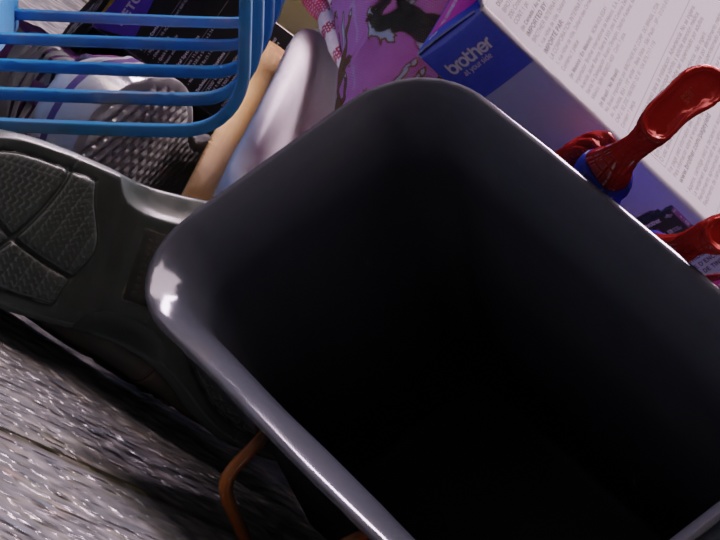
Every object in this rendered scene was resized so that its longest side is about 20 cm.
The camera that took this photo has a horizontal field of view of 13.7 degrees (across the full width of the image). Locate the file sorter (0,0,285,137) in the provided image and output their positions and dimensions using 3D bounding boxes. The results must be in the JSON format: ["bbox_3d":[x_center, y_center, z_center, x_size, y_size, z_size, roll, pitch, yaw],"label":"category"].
[{"bbox_3d":[-0.089,-0.131,1.037,0.122,0.139,0.200,2,16,3],"label":"file sorter"}]

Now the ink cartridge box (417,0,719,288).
[{"bbox_3d":[0.096,-0.070,1.027,0.200,0.042,0.119,44,43,-15],"label":"ink cartridge box"}]

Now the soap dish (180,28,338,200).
[{"bbox_3d":[0.000,0.000,1.152,0.157,0.081,0.200,36,22,-7],"label":"soap dish"}]

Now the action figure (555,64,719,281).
[{"bbox_3d":[0.074,-0.009,0.960,0.066,0.052,0.200,56,-26,0],"label":"action figure"}]

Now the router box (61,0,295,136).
[{"bbox_3d":[-0.061,-0.066,1.333,0.157,0.052,0.200,36,-13,-10],"label":"router box"}]

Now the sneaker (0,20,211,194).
[{"bbox_3d":[-0.125,-0.061,1.185,0.114,0.073,0.200,34,-4,8],"label":"sneaker"}]

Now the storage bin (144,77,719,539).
[{"bbox_3d":[0.037,0.066,0.911,0.200,0.145,0.134,41,-20,38],"label":"storage bin"}]

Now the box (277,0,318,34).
[{"bbox_3d":[-0.050,-0.179,1.268,0.200,0.078,0.095,70,4,-71],"label":"box"}]

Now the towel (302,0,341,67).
[{"bbox_3d":[0.066,-0.041,1.186,0.146,0.030,0.200,18,30,-39],"label":"towel"}]

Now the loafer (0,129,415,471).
[{"bbox_3d":[-0.069,0.005,0.987,0.200,0.072,0.063,29,-8,-31],"label":"loafer"}]

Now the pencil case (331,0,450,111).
[{"bbox_3d":[0.022,-0.097,1.074,0.083,0.086,0.201,36,43,-51],"label":"pencil case"}]
